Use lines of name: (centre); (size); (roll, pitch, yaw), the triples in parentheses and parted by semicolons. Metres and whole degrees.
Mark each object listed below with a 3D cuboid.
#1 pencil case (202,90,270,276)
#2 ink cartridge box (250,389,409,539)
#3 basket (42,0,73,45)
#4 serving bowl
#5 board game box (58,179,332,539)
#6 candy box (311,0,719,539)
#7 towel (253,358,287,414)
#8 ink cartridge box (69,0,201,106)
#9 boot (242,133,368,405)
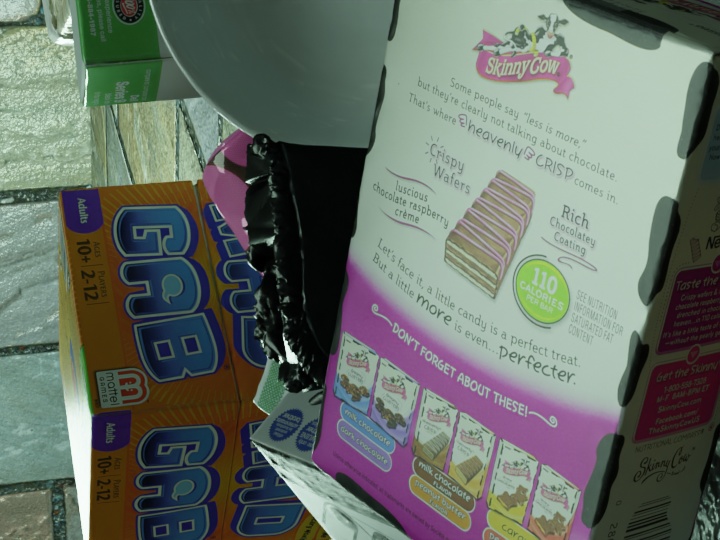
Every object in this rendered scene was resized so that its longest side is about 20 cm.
pencil case: (0.000, 0.000, 0.873); (0.201, 0.093, 0.091); (57, -177, 6)
ink cartridge box: (0.045, 0.107, 0.696); (0.199, 0.044, 0.094); (12, 145, 51)
basket: (-0.131, -0.278, 1.184); (0.161, 0.198, 0.200); (151, 113, -72)
serving bowl: (-0.003, -0.157, 0.800); (0.066, 0.198, 0.202); (-37, -52, -67)
board game box: (-0.114, 0.074, 1.220); (0.201, 0.198, 0.201); (103, 157, -49)
candy box: (0.060, 0.002, 0.551); (0.136, 0.061, 0.202); (32, 120, 42)
towel: (0.031, 0.073, 0.784); (0.200, 0.031, 0.150); (39, 140, 25)
ink cartridge box: (-0.078, -0.186, 1.002); (0.084, 0.198, 0.148); (126, 137, -73)
boot: (0.031, -0.041, 0.692); (0.073, 0.161, 0.200); (155, 109, -73)
